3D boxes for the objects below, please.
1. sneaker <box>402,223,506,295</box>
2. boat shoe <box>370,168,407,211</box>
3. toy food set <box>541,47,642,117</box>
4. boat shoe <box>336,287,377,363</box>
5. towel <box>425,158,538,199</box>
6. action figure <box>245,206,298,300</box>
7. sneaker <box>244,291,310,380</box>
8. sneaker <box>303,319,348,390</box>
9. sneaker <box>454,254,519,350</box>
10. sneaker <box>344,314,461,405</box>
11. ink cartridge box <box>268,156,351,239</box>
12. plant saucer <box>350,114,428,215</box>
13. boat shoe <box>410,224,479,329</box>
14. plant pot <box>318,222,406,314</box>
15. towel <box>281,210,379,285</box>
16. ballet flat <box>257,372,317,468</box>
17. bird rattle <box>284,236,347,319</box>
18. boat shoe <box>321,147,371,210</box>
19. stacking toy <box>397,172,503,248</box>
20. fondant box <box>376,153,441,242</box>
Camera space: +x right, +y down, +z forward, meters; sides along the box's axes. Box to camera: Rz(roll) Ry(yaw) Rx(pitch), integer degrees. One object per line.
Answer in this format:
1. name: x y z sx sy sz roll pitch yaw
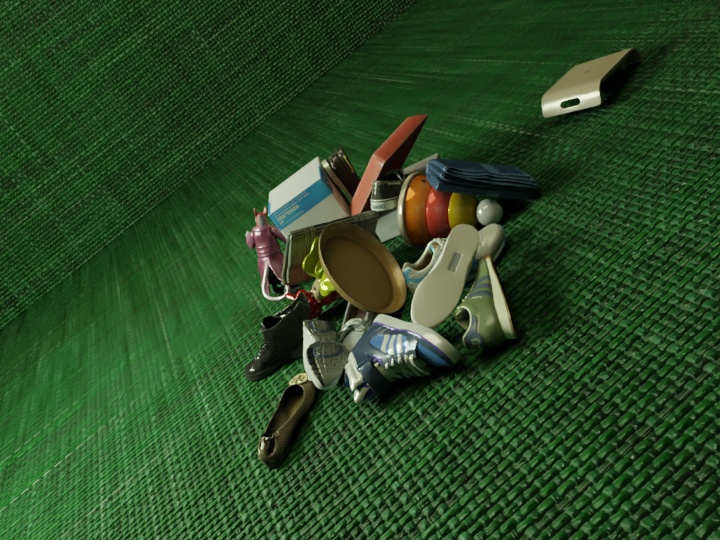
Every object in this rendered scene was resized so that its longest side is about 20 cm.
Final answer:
1. sneaker: 0.166 -0.024 1.347 0.198 0.081 0.077 -35 22 0
2. boat shoe: 0.074 -0.169 1.541 0.069 0.065 0.200 -1 14 21
3. toy food set: 0.485 -0.390 1.615 0.142 0.061 0.200 -5 31 51
4. boat shoe: -0.005 0.089 1.392 0.073 0.065 0.204 -20 29 32
5. towel: 0.224 -0.175 1.442 0.195 0.050 0.112 3 21 -13
6. action figure: -0.214 -0.041 1.738 0.131 0.205 0.149 -12 13 19
7. sneaker: -0.165 0.130 1.486 0.197 0.105 0.060 -28 25 19
8. sneaker: -0.064 0.157 1.317 0.073 0.089 0.201 5 18 -8
9. sneaker: 0.184 0.050 1.202 0.088 0.068 0.202 -24 29 13
10. sneaker: 0.054 0.157 1.197 0.198 0.081 0.148 16 68 52
11. ink cartridge box: -0.090 -0.111 1.699 0.143 0.201 0.148 -33 24 9
12. plant saucer: 0.052 -0.220 1.620 0.201 0.036 0.201 -52 -7 -39
13. boat shoe: 0.137 0.018 1.257 0.070 0.069 0.203 17 62 11
14. plant pot: 0.000 0.000 1.403 0.027 0.199 0.202 -43 16 34
15. towel: -0.062 -0.037 1.539 0.188 0.035 0.201 -16 -26 -18
16. ballet flat: -0.126 0.241 1.305 0.066 0.047 0.202 -17 30 34
17. bird rattle: -0.049 0.031 1.504 0.160 0.202 0.114 -15 55 -27
18. boat shoe: -0.005 -0.180 1.703 0.060 0.202 0.072 -38 30 7
19. stacking toy: 0.180 -0.113 1.474 0.196 0.148 0.147 4 42 29
20. fondant box: 0.110 -0.162 1.697 0.142 0.059 0.202 -22 27 28
